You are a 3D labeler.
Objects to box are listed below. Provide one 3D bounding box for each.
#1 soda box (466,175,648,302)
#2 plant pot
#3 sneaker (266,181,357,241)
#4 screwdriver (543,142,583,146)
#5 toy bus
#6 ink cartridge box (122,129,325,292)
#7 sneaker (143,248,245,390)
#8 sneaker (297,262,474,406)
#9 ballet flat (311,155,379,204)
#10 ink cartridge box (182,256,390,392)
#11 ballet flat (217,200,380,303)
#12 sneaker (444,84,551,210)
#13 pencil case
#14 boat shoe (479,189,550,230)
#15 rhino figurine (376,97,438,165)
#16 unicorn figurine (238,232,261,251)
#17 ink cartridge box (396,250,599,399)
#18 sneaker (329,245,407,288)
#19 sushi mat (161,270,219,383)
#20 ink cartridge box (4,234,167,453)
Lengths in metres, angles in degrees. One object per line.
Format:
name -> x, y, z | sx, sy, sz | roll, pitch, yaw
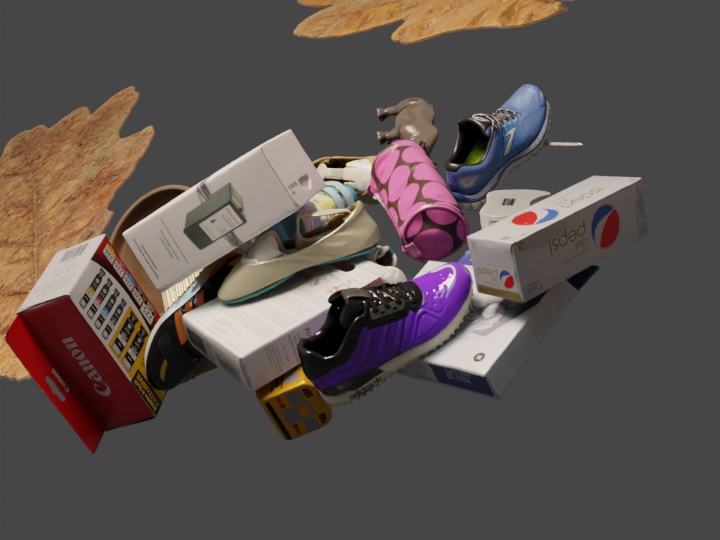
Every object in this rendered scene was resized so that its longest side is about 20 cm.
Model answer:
soda box -> 0.204, -0.036, 1.030 | 0.199, 0.064, 0.068 | -24, 21, -32
plant pot -> -0.260, -0.011, 1.428 | 0.199, 0.093, 0.203 | -11, 67, 28
sneaker -> -0.054, -0.082, 1.341 | 0.130, 0.080, 0.200 | -34, 0, -14
screwdriver -> 0.208, -0.169, 1.345 | 0.029, 0.028, 0.199 | -14, 16, -38
toy bus -> -0.079, 0.101, 1.143 | 0.078, 0.065, 0.201 | -25, 29, 10
ink cartridge box -> -0.154, -0.073, 1.179 | 0.199, 0.085, 0.146 | -30, 9, 16
sneaker -> -0.187, 0.068, 1.228 | 0.201, 0.070, 0.090 | -54, 38, -3
sneaker -> 0.021, 0.046, 1.014 | 0.200, 0.100, 0.070 | -38, 34, 0
ballet flat -> -0.013, -0.132, 1.448 | 0.063, 0.069, 0.199 | 6, 2, -33
ink cartridge box -> -0.081, 0.046, 1.134 | 0.199, 0.058, 0.162 | -25, 25, -25
ballet flat -> -0.076, -0.027, 1.148 | 0.198, 0.070, 0.070 | -21, 27, -6
sneaker -> 0.175, -0.172, 1.291 | 0.078, 0.089, 0.201 | 15, 58, 41
pencil case -> 0.068, -0.085, 1.279 | 0.093, 0.091, 0.200 | -28, 30, 3
boat shoe -> 0.170, -0.050, 1.137 | 0.070, 0.064, 0.200 | 4, 16, 19
rhino figurine -> 0.072, -0.192, 1.474 | 0.087, 0.060, 0.201 | -19, 33, 12
unicorn figurine -> -0.153, -0.045, 1.331 | 0.073, 0.138, 0.200 | -31, 4, -12
ink cartridge box -> 0.122, 0.038, 1.077 | 0.199, 0.041, 0.200 | 7, 46, 49
sneaker -> 0.000, 0.000, 1.212 | 0.087, 0.075, 0.200 | -41, 32, -5
sushi mat -> -0.213, 0.042, 1.313 | 0.095, 0.012, 0.202 | -24, 62, 16
ink cartridge box -> -0.322, 0.092, 1.247 | 0.083, 0.201, 0.176 | -18, 30, 20
